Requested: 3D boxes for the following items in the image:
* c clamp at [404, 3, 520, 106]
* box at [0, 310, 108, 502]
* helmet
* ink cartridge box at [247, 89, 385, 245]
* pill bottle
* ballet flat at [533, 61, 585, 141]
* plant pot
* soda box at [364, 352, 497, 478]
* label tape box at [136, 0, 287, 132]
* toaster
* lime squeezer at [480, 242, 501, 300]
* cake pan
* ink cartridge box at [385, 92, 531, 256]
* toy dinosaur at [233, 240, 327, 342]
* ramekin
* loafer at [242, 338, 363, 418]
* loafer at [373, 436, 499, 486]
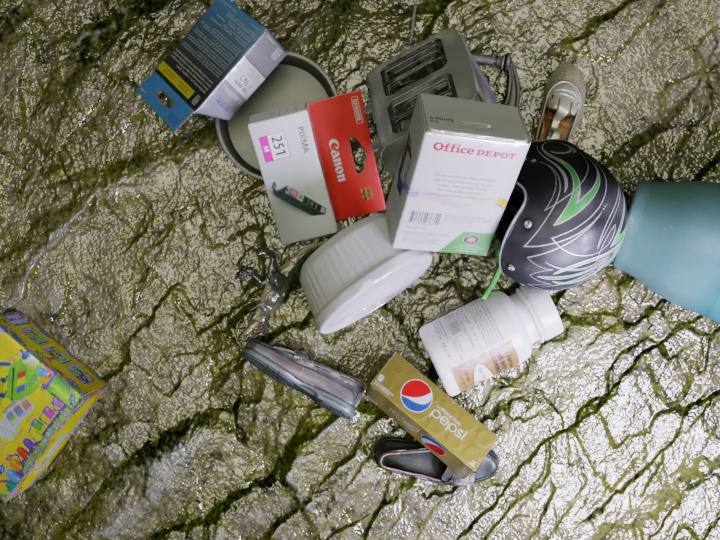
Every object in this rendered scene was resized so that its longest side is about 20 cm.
[{"bbox_3d":[0.157,-0.307,1.361,0.197,0.027,0.174,14,91,2],"label":"c clamp"},{"bbox_3d":[-0.534,0.202,1.348,0.192,0.122,0.201,39,93,1],"label":"box"},{"bbox_3d":[0.276,-0.069,1.239,0.197,0.201,0.193,-18,51,2],"label":"helmet"},{"bbox_3d":[-0.061,-0.152,1.325,0.171,0.044,0.203,-13,117,3],"label":"ink cartridge box"},{"bbox_3d":[0.197,0.097,1.324,0.198,0.114,0.116,-26,90,2],"label":"pill bottle"},{"bbox_3d":[0.302,-0.221,1.340,0.066,0.062,0.203,15,91,1],"label":"ballet flat"},{"bbox_3d":[0.476,-0.042,1.283,0.185,0.200,0.203,18,92,17],"label":"plant pot"},{"bbox_3d":[0.105,0.218,1.321,0.199,0.064,0.068,39,65,8],"label":"soda box"},{"bbox_3d":[-0.225,-0.299,1.324,0.200,0.063,0.144,-48,51,2],"label":"label tape box"},{"bbox_3d":[0.109,-0.227,1.264,0.198,0.119,0.183,-24,48,18],"label":"toaster"},{"bbox_3d":[0.209,-0.049,1.340,0.070,0.038,0.203,14,65,-35],"label":"lime squeezer"},{"bbox_3d":[-0.126,-0.237,1.368,0.196,0.037,0.204,0,91,2],"label":"cake pan"},{"bbox_3d":[0.125,-0.125,1.182,0.143,0.088,0.202,4,136,-11],"label":"ink cartridge box"},{"bbox_3d":[-0.139,0.011,1.365,0.088,0.048,0.201,35,98,-17],"label":"toy dinosaur"},{"bbox_3d":[0.000,0.000,1.295,0.201,0.202,0.095,-34,78,2],"label":"ramekin"},{"bbox_3d":[-0.087,0.155,1.360,0.198,0.072,0.063,32,70,-5],"label":"loafer"},{"bbox_3d":[0.118,0.300,1.356,0.196,0.063,0.073,5,93,2],"label":"loafer"}]
